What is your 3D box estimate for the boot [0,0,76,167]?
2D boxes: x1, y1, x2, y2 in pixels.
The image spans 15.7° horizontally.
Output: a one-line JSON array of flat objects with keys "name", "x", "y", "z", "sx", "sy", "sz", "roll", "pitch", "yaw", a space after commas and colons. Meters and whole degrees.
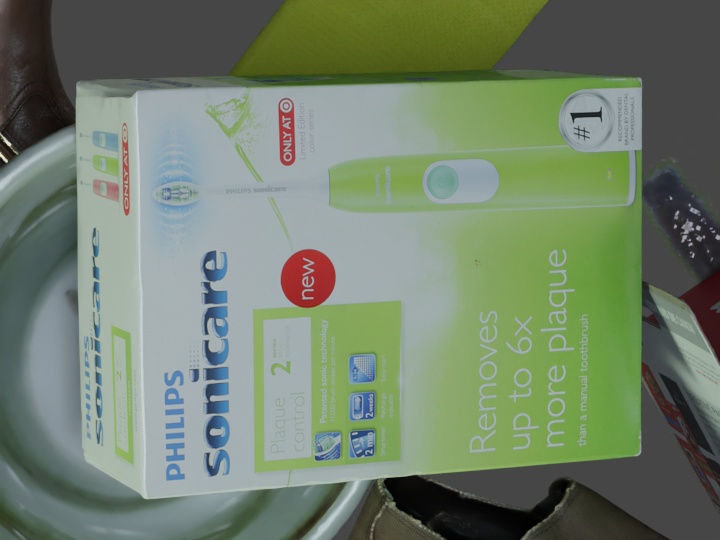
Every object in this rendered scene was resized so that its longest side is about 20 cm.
[{"name": "boot", "x": -0.100, "y": -0.056, "z": 1.060, "sx": 0.200, "sy": 0.064, "sz": 0.186, "roll": 41, "pitch": 89, "yaw": -13}]

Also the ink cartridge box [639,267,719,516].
[{"name": "ink cartridge box", "x": 0.178, "y": 0.053, "z": 1.035, "sx": 0.084, "sy": 0.200, "sz": 0.176, "roll": -32, "pitch": 101, "yaw": -4}]

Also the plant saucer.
[{"name": "plant saucer", "x": -0.082, "y": 0.035, "z": 1.022, "sx": 0.199, "sy": 0.050, "sz": 0.201, "roll": -2, "pitch": 97, "yaw": -21}]

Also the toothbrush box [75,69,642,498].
[{"name": "toothbrush box", "x": 0.000, "y": 0.000, "z": 0.978, "sx": 0.199, "sy": 0.086, "sz": 0.146, "roll": -2, "pitch": 97, "yaw": -20}]

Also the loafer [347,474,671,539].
[{"name": "loafer", "x": 0.084, "y": 0.121, "z": 1.014, "sx": 0.199, "sy": 0.073, "sz": 0.071, "roll": 7, "pitch": 113, "yaw": 11}]

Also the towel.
[{"name": "towel", "x": 0.033, "y": -0.124, "z": 1.061, "sx": 0.086, "sy": 0.018, "sz": 0.200, "roll": 37, "pitch": 109, "yaw": -5}]
